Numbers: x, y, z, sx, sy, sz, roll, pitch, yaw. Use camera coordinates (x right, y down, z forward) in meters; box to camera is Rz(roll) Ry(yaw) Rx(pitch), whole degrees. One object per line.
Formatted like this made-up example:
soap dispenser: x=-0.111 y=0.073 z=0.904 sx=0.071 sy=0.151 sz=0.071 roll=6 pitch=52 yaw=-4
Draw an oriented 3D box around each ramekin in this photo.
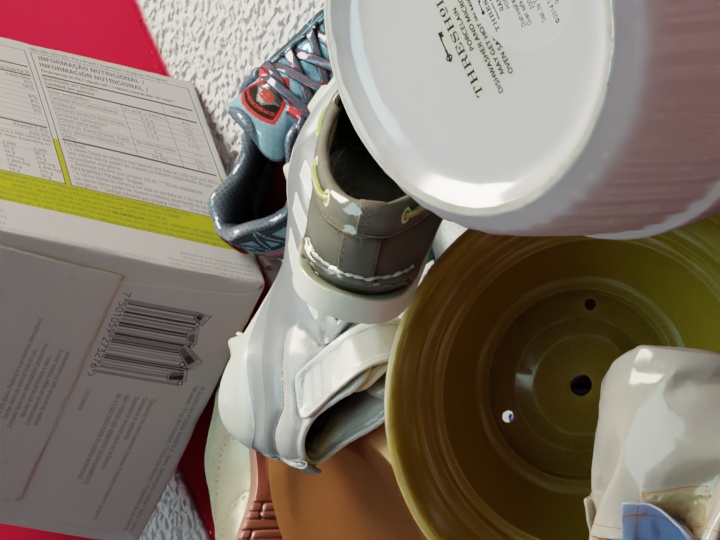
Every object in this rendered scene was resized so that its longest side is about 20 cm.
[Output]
ramekin: x=0.075 y=-0.107 z=1.128 sx=0.200 sy=0.105 sz=0.201 roll=11 pitch=105 yaw=44

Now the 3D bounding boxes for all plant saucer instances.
plant saucer: x=0.014 y=0.135 z=1.390 sx=0.200 sy=0.037 sz=0.201 roll=39 pitch=142 yaw=39

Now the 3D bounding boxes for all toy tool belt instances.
toy tool belt: x=0.184 y=0.110 z=1.149 sx=0.199 sy=0.125 sz=0.124 roll=8 pitch=76 yaw=21

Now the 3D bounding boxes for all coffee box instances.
coffee box: x=-0.198 y=0.004 z=1.557 sx=0.200 sy=0.199 sz=0.198 roll=-62 pitch=32 yaw=30

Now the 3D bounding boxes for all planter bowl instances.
planter bowl: x=0.106 y=0.057 z=1.262 sx=0.083 sy=0.199 sz=0.202 roll=-144 pitch=57 yaw=-84

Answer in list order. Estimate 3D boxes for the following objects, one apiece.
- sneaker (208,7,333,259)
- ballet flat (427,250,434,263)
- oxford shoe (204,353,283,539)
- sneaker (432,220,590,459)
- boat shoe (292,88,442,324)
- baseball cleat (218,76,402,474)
sneaker: x=-0.018 y=-0.086 z=1.445 sx=0.079 sy=0.095 sz=0.201 roll=46 pitch=124 yaw=40
ballet flat: x=0.055 y=-0.080 z=1.392 sx=0.200 sy=0.068 sz=0.067 roll=-49 pitch=34 yaw=32
oxford shoe: x=-0.050 y=0.131 z=1.513 sx=0.074 sy=0.071 sz=0.201 roll=-10 pitch=73 yaw=59
sneaker: x=0.079 y=0.031 z=1.347 sx=0.115 sy=0.080 sz=0.200 roll=42 pitch=128 yaw=39
boat shoe: x=0.015 y=-0.057 z=1.236 sx=0.202 sy=0.072 sz=0.060 roll=-74 pitch=-3 yaw=-53
baseball cleat: x=0.000 y=0.000 z=1.332 sx=0.106 sy=0.070 sz=0.201 roll=23 pitch=97 yaw=44
